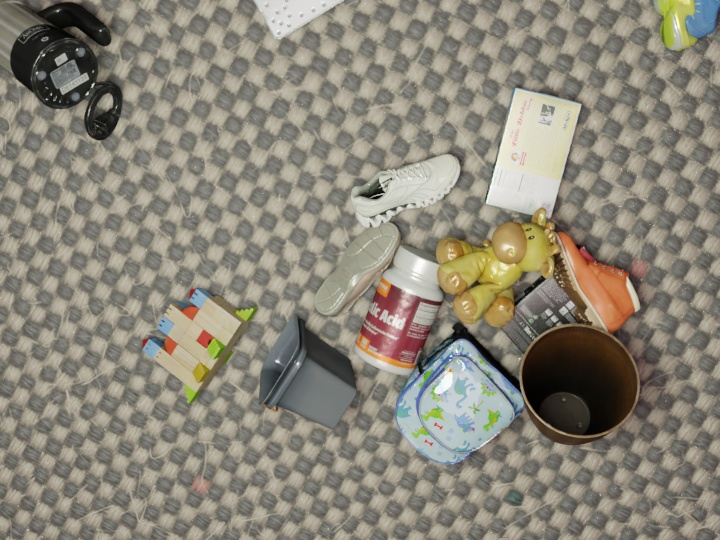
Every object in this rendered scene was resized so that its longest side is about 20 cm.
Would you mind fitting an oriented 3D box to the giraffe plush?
[{"bbox_3d":[0.241,-0.016,1.435,0.162,0.199,0.174,-41,68,46],"label":"giraffe plush"}]

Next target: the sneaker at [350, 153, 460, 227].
[{"bbox_3d":[0.075,-0.144,1.491,0.199,0.081,0.075,-27,54,5],"label":"sneaker"}]

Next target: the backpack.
[{"bbox_3d":[0.161,0.230,1.523,0.183,0.147,0.200,45,101,-2],"label":"backpack"}]

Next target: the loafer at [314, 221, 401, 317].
[{"bbox_3d":[0.000,0.000,1.546,0.200,0.063,0.072,-48,61,6],"label":"loafer"}]

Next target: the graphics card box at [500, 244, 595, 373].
[{"bbox_3d":[0.345,0.067,1.534,0.200,0.051,0.126,-43,95,7],"label":"graphics card box"}]

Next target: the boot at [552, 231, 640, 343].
[{"bbox_3d":[0.385,0.008,1.469,0.107,0.075,0.201,-32,97,-4],"label":"boot"}]

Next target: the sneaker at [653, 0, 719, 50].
[{"bbox_3d":[0.528,-0.465,1.436,0.104,0.076,0.202,-15,105,-7],"label":"sneaker"}]

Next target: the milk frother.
[{"bbox_3d":[-0.511,-0.331,1.486,0.188,0.180,0.201,35,135,32],"label":"milk frother"}]

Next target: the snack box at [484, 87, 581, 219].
[{"bbox_3d":[0.291,-0.198,1.501,0.115,0.037,0.202,14,100,1],"label":"snack box"}]

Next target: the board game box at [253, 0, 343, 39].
[{"bbox_3d":[-0.104,-0.523,1.479,0.199,0.026,0.201,-29,97,8],"label":"board game box"}]

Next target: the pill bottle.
[{"bbox_3d":[0.074,0.066,1.517,0.113,0.114,0.201,21,99,0],"label":"pill bottle"}]

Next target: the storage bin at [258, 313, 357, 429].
[{"bbox_3d":[-0.090,0.188,1.513,0.134,0.200,0.146,31,100,-11],"label":"storage bin"}]

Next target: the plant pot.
[{"bbox_3d":[0.352,0.214,1.474,0.185,0.200,0.188,-2,64,5],"label":"plant pot"}]

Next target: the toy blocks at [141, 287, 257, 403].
[{"bbox_3d":[-0.295,0.111,1.565,0.136,0.100,0.201,36,100,9],"label":"toy blocks"}]
